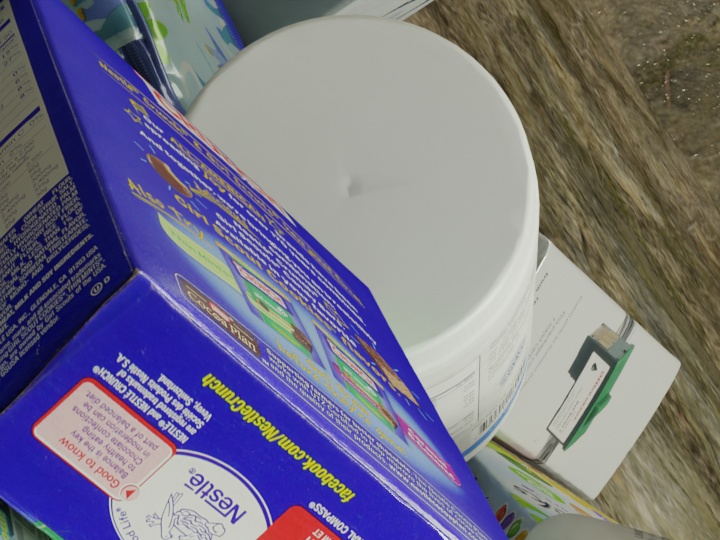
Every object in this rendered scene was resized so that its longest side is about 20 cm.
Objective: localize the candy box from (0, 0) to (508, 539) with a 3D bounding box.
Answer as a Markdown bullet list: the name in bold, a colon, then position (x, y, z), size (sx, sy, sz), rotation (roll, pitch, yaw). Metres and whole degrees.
- **candy box**: position (-0.049, 0.026, 0.835), size (0.169, 0.077, 0.200), rotation (42, 11, -29)

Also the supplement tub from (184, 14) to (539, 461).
- **supplement tub**: position (0.000, 0.000, 1.071), size (0.200, 0.132, 0.132), rotation (82, -18, -72)

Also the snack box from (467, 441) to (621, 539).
- **snack box**: position (0.089, 0.131, 1.205), size (0.142, 0.053, 0.200), rotation (32, 4, -19)

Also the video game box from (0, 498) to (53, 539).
- **video game box**: position (-0.103, 0.106, 0.709), size (0.182, 0.047, 0.200), rotation (52, 13, -40)

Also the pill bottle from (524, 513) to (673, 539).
- **pill bottle**: position (0.091, 0.149, 1.033), size (0.199, 0.115, 0.114), rotation (15, 13, 3)

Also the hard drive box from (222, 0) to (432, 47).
- **hard drive box**: position (-0.003, -0.148, 1.241), size (0.156, 0.200, 0.077), rotation (-27, 88, -46)

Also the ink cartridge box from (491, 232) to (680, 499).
- **ink cartridge box**: position (0.043, 0.015, 1.316), size (0.146, 0.084, 0.200), rotation (33, -1, 28)

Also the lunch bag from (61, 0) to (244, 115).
- **lunch bag**: position (-0.110, -0.112, 1.133), size (0.200, 0.082, 0.161), rotation (64, 10, 14)
